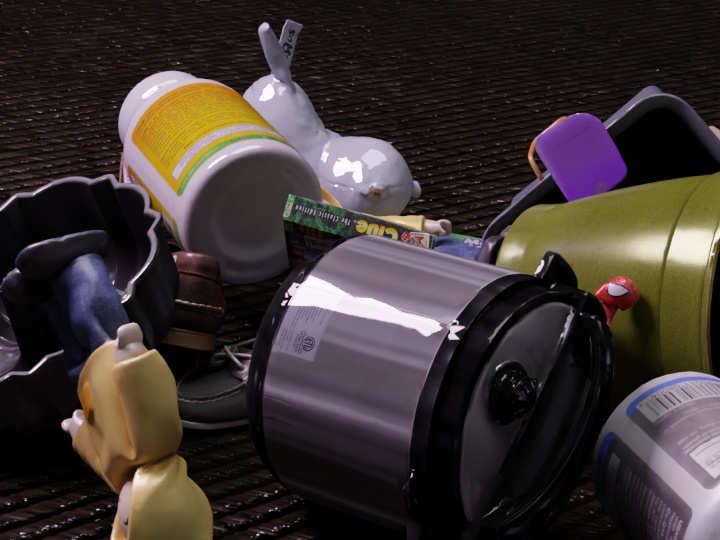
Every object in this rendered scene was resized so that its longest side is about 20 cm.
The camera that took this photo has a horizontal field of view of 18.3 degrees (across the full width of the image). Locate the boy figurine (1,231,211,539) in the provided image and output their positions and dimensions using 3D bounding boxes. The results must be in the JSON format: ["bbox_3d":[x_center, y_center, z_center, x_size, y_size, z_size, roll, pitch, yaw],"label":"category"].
[{"bbox_3d":[-0.146,0.083,1.307,0.064,0.201,0.124,-12,-17,-31],"label":"boy figurine"}]

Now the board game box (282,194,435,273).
[{"bbox_3d":[0.000,0.000,1.586,0.104,0.024,0.200,13,-17,5],"label":"board game box"}]

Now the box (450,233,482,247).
[{"bbox_3d":[0.065,0.011,1.778,0.117,0.049,0.200,11,17,15],"label":"box"}]

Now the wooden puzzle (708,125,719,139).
[{"bbox_3d":[0.258,-0.019,1.796,0.046,0.185,0.200,45,3,-20],"label":"wooden puzzle"}]

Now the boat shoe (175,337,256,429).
[{"bbox_3d":[-0.062,0.062,1.556,0.067,0.057,0.200,20,22,38],"label":"boat shoe"}]

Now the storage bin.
[{"bbox_3d":[0.193,-0.062,1.760,0.146,0.200,0.134,47,14,-10],"label":"storage bin"}]

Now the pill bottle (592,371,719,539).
[{"bbox_3d":[0.221,0.145,1.297,0.113,0.114,0.200,0,19,-17],"label":"pill bottle"}]

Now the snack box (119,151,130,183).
[{"bbox_3d":[-0.181,-0.035,1.797,0.024,0.072,0.200,2,18,-8],"label":"snack box"}]

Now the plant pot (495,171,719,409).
[{"bbox_3d":[0.205,0.022,1.594,0.192,0.201,0.200,3,13,35],"label":"plant pot"}]

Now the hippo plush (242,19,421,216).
[{"bbox_3d":[-0.029,-0.083,1.852,0.160,0.201,0.159,27,14,11],"label":"hippo plush"}]

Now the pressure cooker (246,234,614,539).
[{"bbox_3d":[0.053,0.080,1.344,0.199,0.177,0.178,14,23,35],"label":"pressure cooker"}]

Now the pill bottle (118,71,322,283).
[{"bbox_3d":[-0.114,-0.079,1.693,0.111,0.112,0.200,-2,25,-25],"label":"pill bottle"}]

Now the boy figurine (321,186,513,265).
[{"bbox_3d":[0.025,-0.022,1.692,0.199,0.065,0.124,16,22,27],"label":"boy figurine"}]

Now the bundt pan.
[{"bbox_3d":[-0.205,0.032,1.471,0.201,0.076,0.202,-18,36,14],"label":"bundt pan"}]

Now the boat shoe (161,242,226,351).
[{"bbox_3d":[-0.136,0.016,1.591,0.070,0.071,0.200,8,-1,-21],"label":"boat shoe"}]

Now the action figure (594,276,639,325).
[{"bbox_3d":[0.095,0.056,1.493,0.199,0.052,0.065,-25,15,0],"label":"action figure"}]

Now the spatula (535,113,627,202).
[{"bbox_3d":[0.206,-0.029,1.680,0.056,0.200,0.021,-33,9,25],"label":"spatula"}]
